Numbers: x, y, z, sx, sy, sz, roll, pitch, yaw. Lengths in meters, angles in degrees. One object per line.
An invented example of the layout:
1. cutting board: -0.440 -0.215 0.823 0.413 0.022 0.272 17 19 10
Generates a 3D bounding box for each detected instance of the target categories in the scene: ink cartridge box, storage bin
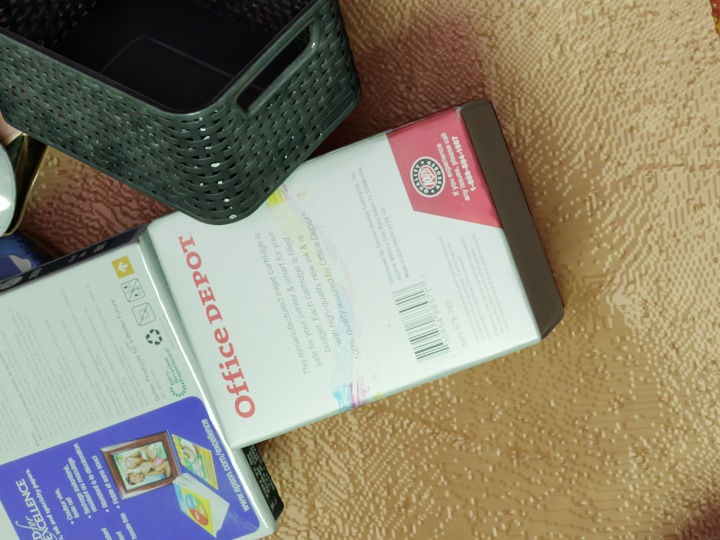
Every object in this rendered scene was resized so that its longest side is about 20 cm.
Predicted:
1. ink cartridge box: -0.174 0.096 1.563 0.199 0.043 0.199 -20 103 17
2. storage bin: -0.114 -0.129 1.481 0.200 0.094 0.135 27 60 31
3. ink cartridge box: 0.000 0.000 1.533 0.199 0.145 0.146 -19 92 11

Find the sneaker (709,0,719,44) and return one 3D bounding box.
1. sneaker: 0.265 -0.126 1.521 0.077 0.073 0.200 -30 95 -10

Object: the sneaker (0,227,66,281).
1. sneaker: -0.177 0.068 1.609 0.088 0.075 0.200 -40 87 14

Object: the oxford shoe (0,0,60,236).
1. oxford shoe: -0.208 -0.116 1.584 0.071 0.071 0.201 27 110 44

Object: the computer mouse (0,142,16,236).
1. computer mouse: -0.291 -0.058 1.589 0.200 0.044 0.110 6 99 40
